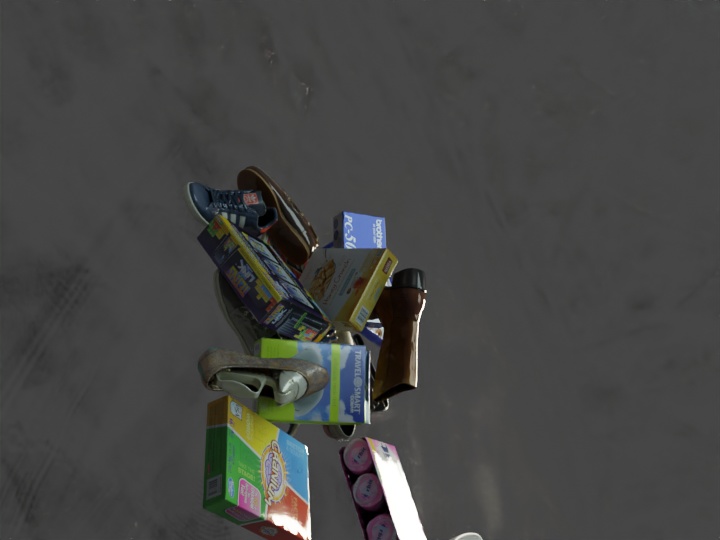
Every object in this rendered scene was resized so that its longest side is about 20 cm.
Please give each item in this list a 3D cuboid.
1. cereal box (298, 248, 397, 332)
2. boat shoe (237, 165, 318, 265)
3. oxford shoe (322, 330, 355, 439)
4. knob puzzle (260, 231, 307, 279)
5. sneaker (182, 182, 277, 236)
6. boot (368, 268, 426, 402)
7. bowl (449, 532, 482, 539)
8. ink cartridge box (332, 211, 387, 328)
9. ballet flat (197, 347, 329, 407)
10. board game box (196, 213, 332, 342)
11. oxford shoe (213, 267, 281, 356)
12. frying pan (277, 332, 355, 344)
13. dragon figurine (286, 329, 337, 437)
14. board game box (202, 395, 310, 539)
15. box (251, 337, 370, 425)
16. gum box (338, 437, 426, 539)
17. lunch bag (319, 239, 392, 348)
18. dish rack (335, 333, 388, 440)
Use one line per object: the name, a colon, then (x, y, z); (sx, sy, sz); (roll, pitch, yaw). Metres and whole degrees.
cereal box: (-0.040, 0.029, 1.376); (0.039, 0.198, 0.146); (42, 64, -33)
boat shoe: (-0.148, -0.105, 1.474); (0.202, 0.070, 0.070); (57, 36, -12)
oxford shoe: (-0.027, 0.185, 1.377); (0.069, 0.074, 0.205); (-3, 87, -24)
knob puzzle: (-0.123, -0.006, 1.511); (0.220, 0.030, 0.223); (50, 27, -36)
sneaker: (-0.209, -0.110, 1.336); (0.199, 0.083, 0.077); (22, 47, -61)
boot: (0.046, 0.119, 1.332); (0.067, 0.187, 0.205); (21, 63, -31)
bowl: (0.208, 0.631, 1.596); (0.199, 0.073, 0.204); (23, 48, -60)
ink cartridge box: (0.000, 0.000, 1.484); (0.092, 0.044, 0.205); (7, 72, -28)
ballet flat: (-0.136, 0.161, 1.153); (0.195, 0.069, 0.068); (9, 28, -16)
board game box: (-0.150, 0.019, 1.276); (0.201, 0.057, 0.165); (49, 9, 31)
oxford shoe: (-0.169, 0.082, 1.277); (0.203, 0.057, 0.075); (63, 25, -3)
frying pan: (-0.076, 0.114, 1.443); (0.188, 0.031, 0.116); (31, 27, -26)
dragon figurine: (-0.092, 0.189, 1.310); (0.099, 0.200, 0.059); (39, -18, 17)
board game box: (-0.143, 0.290, 1.148); (0.200, 0.040, 0.156); (45, 30, -44)
box: (-0.068, 0.174, 1.247); (0.195, 0.048, 0.125); (6, 77, -22)
gum box: (0.037, 0.394, 1.410); (0.113, 0.065, 0.203); (35, 30, -54)
lunch bag: (0.006, 0.051, 1.607); (0.170, 0.122, 0.203); (40, 25, -48)
dish rack: (-0.025, 0.217, 1.488); (0.156, 0.054, 0.200); (65, 22, 0)
